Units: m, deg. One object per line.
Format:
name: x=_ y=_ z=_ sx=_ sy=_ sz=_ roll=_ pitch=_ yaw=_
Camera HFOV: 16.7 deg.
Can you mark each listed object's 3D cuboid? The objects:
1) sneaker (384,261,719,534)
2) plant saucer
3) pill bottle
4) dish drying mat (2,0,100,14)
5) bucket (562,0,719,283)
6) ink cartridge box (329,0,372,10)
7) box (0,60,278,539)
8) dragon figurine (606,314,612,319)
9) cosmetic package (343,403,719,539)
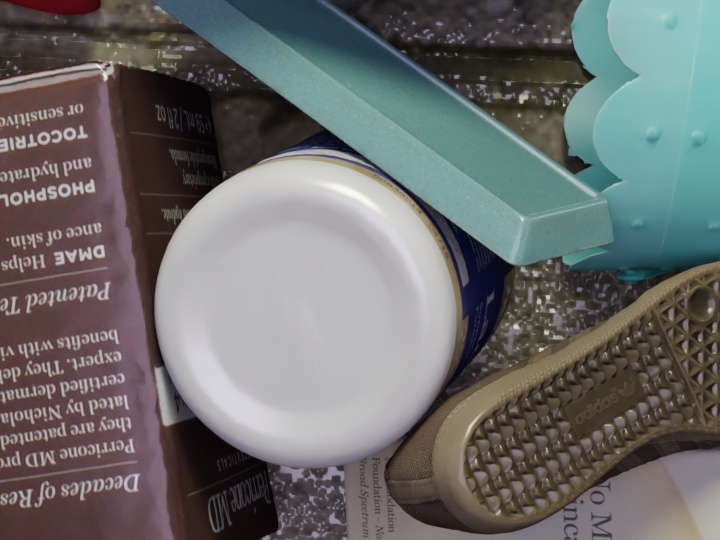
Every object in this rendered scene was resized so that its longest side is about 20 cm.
sneaker: x=0.095 y=0.044 z=0.939 sx=0.200 sy=0.075 sz=0.071 roll=-18 pitch=94 yaw=-31
plant saucer: x=0.008 y=-0.066 z=0.934 sx=0.200 sy=0.070 sz=0.019 roll=38 pitch=120 yaw=27
pill bottle: x=0.000 y=0.000 z=0.981 sx=0.115 sy=0.200 sz=0.116 roll=3 pitch=102 yaw=14
dish drying mat: x=-0.149 y=-0.152 z=0.998 sx=0.077 sy=0.200 sz=0.018 roll=17 pitch=75 yaw=3
bucket: x=0.158 y=-0.094 z=0.986 sx=0.134 sy=0.207 sz=0.208 roll=7 pitch=90 yaw=0
ink cartridge box: x=-0.006 y=-0.217 z=1.048 sx=0.144 sy=0.084 sz=0.201 roll=-17 pitch=89 yaw=2
box: x=-0.141 y=0.030 z=1.003 sx=0.164 sy=0.166 sz=0.201 roll=-10 pitch=89 yaw=10
dragon figurine: x=0.208 y=0.058 z=1.049 sx=0.199 sy=0.099 sz=0.059 roll=6 pitch=91 yaw=22
cosmetic package: x=0.098 y=0.113 z=1.008 sx=0.199 sy=0.073 sz=0.104 roll=0 pitch=99 yaw=25
